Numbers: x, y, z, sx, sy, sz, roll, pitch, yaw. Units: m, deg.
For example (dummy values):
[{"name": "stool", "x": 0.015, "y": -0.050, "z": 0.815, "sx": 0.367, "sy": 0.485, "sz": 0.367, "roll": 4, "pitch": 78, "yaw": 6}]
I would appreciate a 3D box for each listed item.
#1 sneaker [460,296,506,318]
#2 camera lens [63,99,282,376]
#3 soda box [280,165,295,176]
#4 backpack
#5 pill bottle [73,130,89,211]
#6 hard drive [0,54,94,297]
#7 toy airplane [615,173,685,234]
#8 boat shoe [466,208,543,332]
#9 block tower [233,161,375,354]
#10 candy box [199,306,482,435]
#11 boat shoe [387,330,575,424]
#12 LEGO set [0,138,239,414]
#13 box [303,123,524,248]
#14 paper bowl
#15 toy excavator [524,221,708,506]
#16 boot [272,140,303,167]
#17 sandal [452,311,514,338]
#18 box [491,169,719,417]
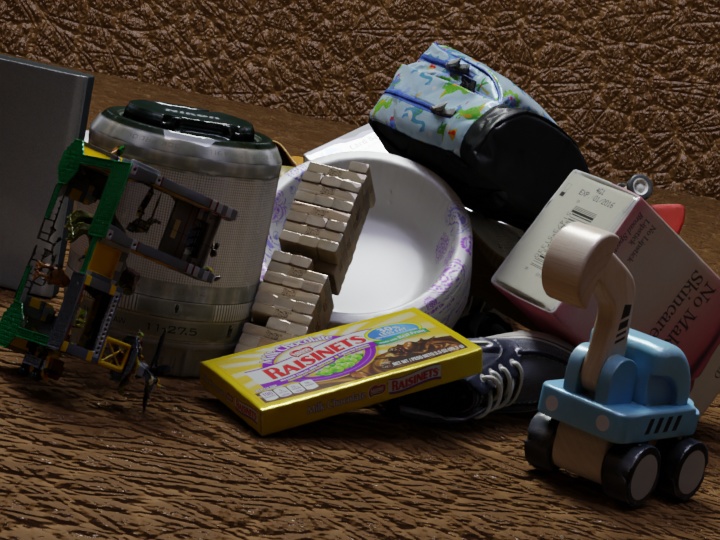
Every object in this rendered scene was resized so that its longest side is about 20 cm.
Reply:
[{"name": "sneaker", "x": 0.092, "y": 0.035, "z": 1.911, "sx": 0.198, "sy": 0.078, "sz": 0.140, "roll": 4, "pitch": 17, "yaw": -20}, {"name": "camera lens", "x": -0.155, "y": -0.030, "z": 1.590, "sx": 0.159, "sy": 0.202, "sz": 0.160, "roll": 11, "pitch": 10, "yaw": -2}, {"name": "soda box", "x": -0.143, "y": -0.063, "z": 1.844, "sx": 0.199, "sy": 0.064, "sz": 0.068, "roll": 6, "pitch": 50, "yaw": -29}, {"name": "backpack", "x": 0.100, "y": -0.123, "z": 1.782, "sx": 0.199, "sy": 0.155, "sz": 0.163, "roll": 10, "pitch": -16, "yaw": 47}, {"name": "pill bottle", "x": -0.205, "y": -0.082, "z": 2.072, "sx": 0.198, "sy": 0.115, "sz": 0.114, "roll": 11, "pitch": 10, "yaw": 0}, {"name": "hard drive", "x": -0.320, "y": -0.090, "z": 1.733, "sx": 0.138, "sy": 0.202, "sz": 0.033, "roll": 13, "pitch": 10, "yaw": 8}, {"name": "toy airplane", "x": 0.263, "y": -0.006, "z": 2.202, "sx": 0.198, "sy": 0.142, "sz": 0.200, "roll": -27, "pitch": -1, "yaw": 30}, {"name": "boat shoe", "x": 0.117, "y": -0.015, "z": 1.810, "sx": 0.199, "sy": 0.071, "sz": 0.069, "roll": 35, "pitch": 37, "yaw": 2}, {"name": "block tower", "x": -0.045, "y": 0.002, "z": 1.615, "sx": 0.057, "sy": 0.201, "sz": 0.054, "roll": 14, "pitch": -29, "yaw": 14}, {"name": "candy box", "x": -0.014, "y": 0.075, "z": 1.506, "sx": 0.199, "sy": 0.027, "sz": 0.102, "roll": -14, "pitch": 24, "yaw": -29}, {"name": "boat shoe", "x": 0.104, "y": 0.096, "z": 1.599, "sx": 0.198, "sy": 0.075, "sz": 0.093, "roll": 2, "pitch": 21, "yaw": -16}, {"name": "LEGO set", "x": -0.175, "y": 0.004, "z": 1.460, "sx": 0.115, "sy": 0.202, "sz": 0.153, "roll": 24, "pitch": -15, "yaw": -33}, {"name": "box", "x": 0.061, "y": -0.076, "z": 1.915, "sx": 0.155, "sy": 0.041, "sz": 0.200, "roll": -26, "pitch": 50, "yaw": -22}, {"name": "paper bowl", "x": 0.000, "y": 0.000, "z": 1.719, "sx": 0.199, "sy": 0.105, "sz": 0.202, "roll": -2, "pitch": 50, "yaw": 2}, {"name": "toy excavator", "x": 0.187, "y": 0.066, "z": 1.448, "sx": 0.099, "sy": 0.202, "sz": 0.194, "roll": 19, "pitch": 12, "yaw": 40}, {"name": "boot", "x": -0.071, "y": -0.090, "z": 2.032, "sx": 0.070, "sy": 0.144, "sz": 0.202, "roll": -21, "pitch": 46, "yaw": 4}, {"name": "sandal", "x": 0.119, "y": 0.071, "z": 1.752, "sx": 0.076, "sy": 0.043, "sz": 0.200, "roll": 29, "pitch": 14, "yaw": 1}, {"name": "box", "x": 0.234, "y": 0.029, "z": 1.691, "sx": 0.200, "sy": 0.128, "sz": 0.109, "roll": 40, "pitch": -6, "yaw": -31}]
